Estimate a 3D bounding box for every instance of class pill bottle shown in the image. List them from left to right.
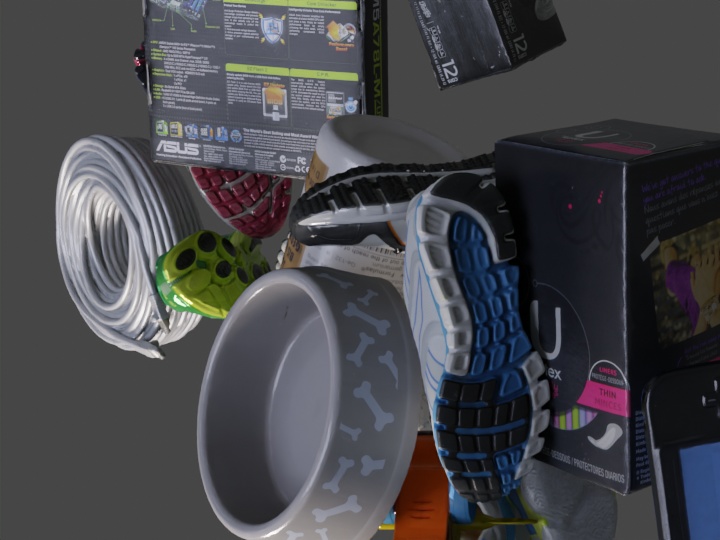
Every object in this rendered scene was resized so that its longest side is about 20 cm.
[{"bbox_3d":[0.000,0.000,1.282,0.114,0.114,0.201,39,120,42],"label":"pill bottle"}]

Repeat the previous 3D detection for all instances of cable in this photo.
[{"bbox_3d":[-0.212,-0.027,1.641,0.199,0.069,0.202,6,104,55],"label":"cable"}]

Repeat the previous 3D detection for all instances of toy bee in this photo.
[{"bbox_3d":[0.056,0.146,1.175,0.130,0.201,0.109,19,161,21],"label":"toy bee"}]

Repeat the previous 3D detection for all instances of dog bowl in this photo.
[{"bbox_3d":[-0.041,0.090,1.169,0.200,0.058,0.202,-23,62,52],"label":"dog bowl"}]

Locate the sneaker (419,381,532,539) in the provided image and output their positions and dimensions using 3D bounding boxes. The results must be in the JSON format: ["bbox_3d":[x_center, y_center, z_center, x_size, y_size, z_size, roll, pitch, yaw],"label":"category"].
[{"bbox_3d":[0.066,0.136,1.285,0.200,0.080,0.077,48,137,38],"label":"sneaker"}]

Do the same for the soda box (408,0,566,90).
[{"bbox_3d":[0.060,-0.225,1.157,0.070,0.063,0.202,-11,103,47],"label":"soda box"}]

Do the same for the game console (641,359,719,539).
[{"bbox_3d":[0.262,0.148,0.987,0.118,0.169,0.202,-158,59,-80],"label":"game console"}]

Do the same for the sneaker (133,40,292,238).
[{"bbox_3d":[-0.116,-0.110,1.484,0.201,0.080,0.075,59,171,23],"label":"sneaker"}]

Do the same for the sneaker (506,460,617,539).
[{"bbox_3d":[0.111,0.117,1.227,0.105,0.075,0.202,-28,70,55],"label":"sneaker"}]

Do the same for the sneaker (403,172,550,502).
[{"bbox_3d":[0.064,0.041,1.102,0.087,0.074,0.202,-176,80,-73],"label":"sneaker"}]

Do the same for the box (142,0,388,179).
[{"bbox_3d":[-0.074,-0.171,1.355,0.198,0.047,0.195,7,106,27],"label":"box"}]

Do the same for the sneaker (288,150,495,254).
[{"bbox_3d":[0.053,-0.029,1.171,0.074,0.198,0.081,-96,0,-64],"label":"sneaker"}]

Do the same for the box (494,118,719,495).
[{"bbox_3d":[0.159,0.017,1.094,0.122,0.105,0.202,15,112,53],"label":"box"}]

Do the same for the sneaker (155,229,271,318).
[{"bbox_3d":[-0.126,0.011,1.433,0.083,0.200,0.075,-24,88,11],"label":"sneaker"}]

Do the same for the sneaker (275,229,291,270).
[{"bbox_3d":[-0.036,0.056,1.410,0.090,0.078,0.201,45,134,33],"label":"sneaker"}]
